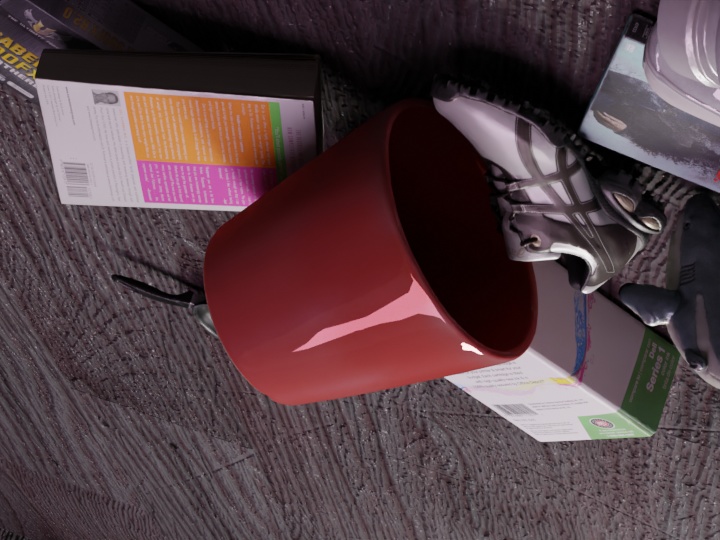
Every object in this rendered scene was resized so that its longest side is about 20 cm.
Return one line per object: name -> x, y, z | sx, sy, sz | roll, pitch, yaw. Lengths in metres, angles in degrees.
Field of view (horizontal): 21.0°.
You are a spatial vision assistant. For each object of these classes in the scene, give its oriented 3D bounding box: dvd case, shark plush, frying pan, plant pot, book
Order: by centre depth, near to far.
dvd case -> 0.246, -0.086, 1.230 | 0.200, 0.022, 0.146 | 21, 159, 2
shark plush -> 0.246, 0.035, 1.287 | 0.091, 0.200, 0.083 | 21, 117, -24
plant pot -> 0.000, 0.000, 1.363 | 0.177, 0.201, 0.200 | -23, 136, 26
book -> -0.127, -0.096, 1.413 | 0.200, 0.048, 0.134 | 3, 138, 4
frying pan -> -0.144, 0.047, 1.919 | 0.190, 0.031, 0.115 | 18, 158, 21

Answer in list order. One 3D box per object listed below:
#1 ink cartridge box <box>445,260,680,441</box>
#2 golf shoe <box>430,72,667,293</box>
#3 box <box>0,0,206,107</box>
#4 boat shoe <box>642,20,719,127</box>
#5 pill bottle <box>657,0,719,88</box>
ink cartridge box -> 0.138, 0.058, 1.592 | 0.200, 0.084, 0.145 | 34, 156, -28
golf shoe -> 0.115, -0.056, 1.314 | 0.200, 0.095, 0.078 | 34, -176, -22
box -> -0.198, -0.155, 1.472 | 0.200, 0.048, 0.158 | 33, 157, -24
boat shoe -> 0.261, -0.105, 1.118 | 0.200, 0.072, 0.069 | 29, 162, 11
pill bottle -> 0.254, -0.115, 1.000 | 0.200, 0.111, 0.111 | 26, 166, 43
